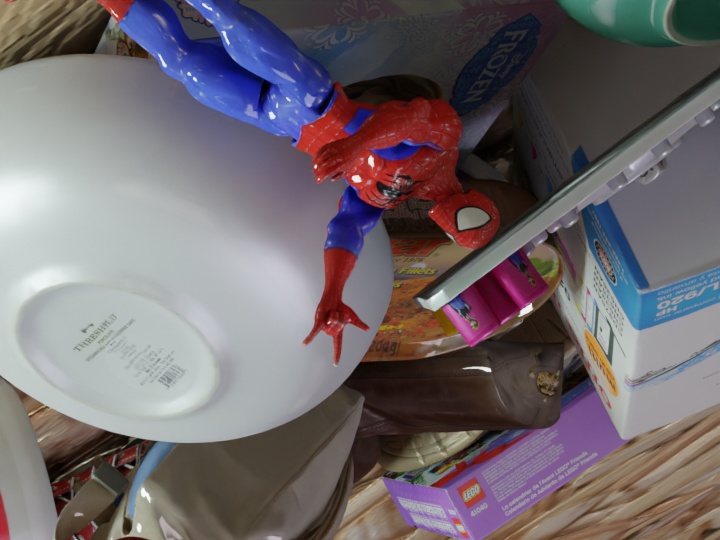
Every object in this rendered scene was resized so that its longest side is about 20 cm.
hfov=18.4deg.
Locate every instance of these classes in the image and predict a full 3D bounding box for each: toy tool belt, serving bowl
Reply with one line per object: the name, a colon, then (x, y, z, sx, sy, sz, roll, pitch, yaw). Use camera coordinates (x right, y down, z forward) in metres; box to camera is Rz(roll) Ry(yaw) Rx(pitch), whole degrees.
toy tool belt: (-0.084, 0.129, 1.100, 0.200, 0.125, 0.123, -51, 177, -42)
serving bowl: (-0.089, 0.008, 0.892, 0.198, 0.066, 0.201, 9, 141, 7)

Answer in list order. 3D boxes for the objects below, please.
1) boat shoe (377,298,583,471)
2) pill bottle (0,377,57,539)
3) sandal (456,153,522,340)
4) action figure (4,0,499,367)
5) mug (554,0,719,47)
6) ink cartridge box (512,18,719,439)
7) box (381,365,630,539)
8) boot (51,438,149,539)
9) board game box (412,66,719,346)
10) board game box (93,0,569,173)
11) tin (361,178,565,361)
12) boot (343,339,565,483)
boat shoe: (0.083, 0.057, 1.307, 0.064, 0.072, 0.200, 3, 143, -48)
pill bottle: (-0.253, 0.127, 1.066, 0.198, 0.113, 0.112, -15, 156, -21)
sandal: (0.054, 0.004, 1.134, 0.050, 0.082, 0.203, -51, 165, -17)
action figure: (-0.035, -0.048, 0.788, 0.199, 0.100, 0.065, 30, 135, -17)
mug: (0.130, -0.162, 0.811, 0.151, 0.115, 0.185, -16, 157, -19)
ink cartridge box: (0.164, -0.036, 1.082, 0.144, 0.148, 0.200, -22, 157, -5)
box: (0.119, 0.091, 1.339, 0.199, 0.039, 0.137, -32, -174, -14)
boot: (-0.170, 0.134, 1.228, 0.144, 0.073, 0.200, -35, 164, 22)
board game box: (0.109, -0.039, 0.877, 0.199, 0.026, 0.200, -36, 180, 0)
board game box: (-0.032, -0.064, 0.960, 0.198, 0.041, 0.200, -11, 154, -30)
tin: (0.000, 0.000, 1.008, 0.198, 0.042, 0.112, 0, 153, -31)
boot: (0.037, 0.078, 1.222, 0.198, 0.065, 0.186, -8, 163, 27)
